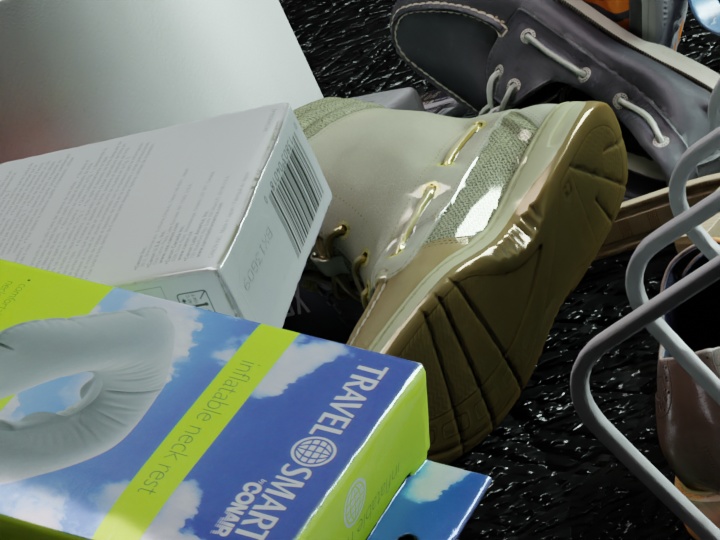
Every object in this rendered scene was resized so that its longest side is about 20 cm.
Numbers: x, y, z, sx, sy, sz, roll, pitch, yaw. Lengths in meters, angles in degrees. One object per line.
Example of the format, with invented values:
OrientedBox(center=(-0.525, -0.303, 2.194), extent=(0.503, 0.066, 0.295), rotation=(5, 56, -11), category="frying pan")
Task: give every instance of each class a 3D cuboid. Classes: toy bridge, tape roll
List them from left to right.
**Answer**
OrientedBox(center=(-0.128, -0.084, 1.099), extent=(0.202, 0.139, 0.203), rotation=(-23, 19, 8), category="tape roll")
OrientedBox(center=(0.151, -0.019, 0.973), extent=(0.200, 0.027, 0.067), rotation=(-8, 23, 39), category="toy bridge")

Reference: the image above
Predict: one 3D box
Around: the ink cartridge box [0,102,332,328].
OrientedBox(center=(-0.119, 0.001, 0.932), extent=(0.200, 0.050, 0.109), rotation=(-11, 33, 23), category="ink cartridge box")

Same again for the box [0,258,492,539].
OrientedBox(center=(-0.071, 0.064, 0.787), extent=(0.200, 0.048, 0.122), rotation=(13, 39, 21), category="box")

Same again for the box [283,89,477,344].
OrientedBox(center=(-0.007, -0.024, 1.151), extent=(0.158, 0.050, 0.200), rotation=(-11, 21, 33), category="box")

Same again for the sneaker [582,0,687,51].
OrientedBox(center=(0.097, -0.134, 1.135), extent=(0.112, 0.078, 0.200), rotation=(16, -15, 8), category="sneaker")

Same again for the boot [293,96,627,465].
OrientedBox(center=(0.000, 0.000, 0.960), extent=(0.154, 0.072, 0.200), rotation=(7, 45, 34), category="boot")

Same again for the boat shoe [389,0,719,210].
OrientedBox(center=(0.082, -0.081, 1.080), extent=(0.200, 0.073, 0.063), rotation=(27, 47, 32), category="boat shoe")

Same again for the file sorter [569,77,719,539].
OrientedBox(center=(0.163, -0.011, 0.672), extent=(0.139, 0.125, 0.200), rotation=(-36, 14, 40), category="file sorter")

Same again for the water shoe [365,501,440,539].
OrientedBox(center=(-0.057, 0.084, 0.853), extent=(0.200, 0.079, 0.071), rotation=(-4, 26, 46), category="water shoe")

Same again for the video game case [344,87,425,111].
OrientedBox(center=(-0.090, -0.022, 1.135), extent=(0.182, 0.023, 0.200), rotation=(-6, 26, 44), category="video game case")

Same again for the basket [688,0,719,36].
OrientedBox(center=(0.214, -0.184, 1.130), extent=(0.139, 0.177, 0.200), rotation=(-22, 24, -22), category="basket")

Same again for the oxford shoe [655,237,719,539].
OrientedBox(center=(0.143, 0.012, 0.816), extent=(0.071, 0.073, 0.200), rotation=(-16, 19, 23), category="oxford shoe")
